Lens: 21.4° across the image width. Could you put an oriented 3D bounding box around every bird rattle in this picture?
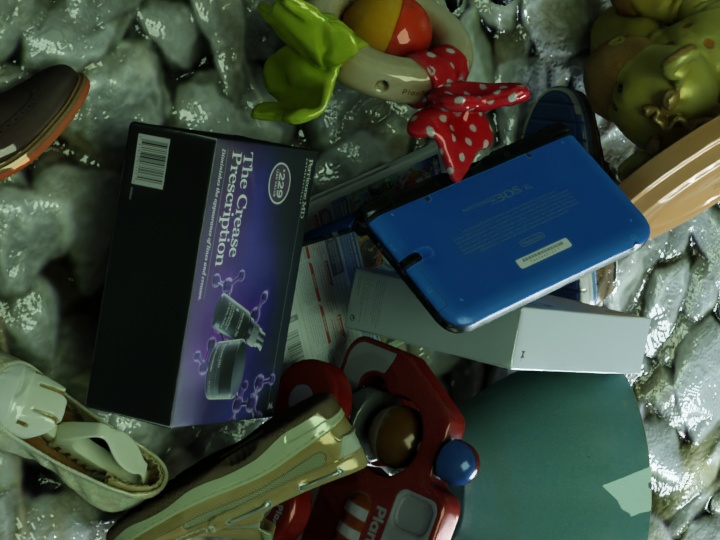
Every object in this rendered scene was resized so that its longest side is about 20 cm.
[{"bbox_3d":[0.025,-0.160,1.372,0.200,0.163,0.113,8,130,-1],"label":"bird rattle"}]

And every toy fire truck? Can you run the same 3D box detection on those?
[{"bbox_3d":[0.011,0.159,1.430,0.112,0.168,0.200,23,88,-50],"label":"toy fire truck"}]

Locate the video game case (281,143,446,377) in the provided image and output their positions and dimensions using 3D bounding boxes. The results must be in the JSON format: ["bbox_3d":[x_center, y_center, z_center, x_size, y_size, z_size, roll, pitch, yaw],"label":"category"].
[{"bbox_3d":[0.000,0.000,1.497,0.200,0.018,0.143,-25,113,-31],"label":"video game case"}]

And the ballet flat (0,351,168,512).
[{"bbox_3d":[-0.211,0.104,1.328,0.200,0.062,0.068,38,51,-38],"label":"ballet flat"}]

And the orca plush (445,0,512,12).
[{"bbox_3d":[0.127,-0.229,1.511,0.200,0.105,0.071,-30,154,-45],"label":"orca plush"}]

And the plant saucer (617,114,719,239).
[{"bbox_3d":[0.269,-0.076,1.508,0.200,0.200,0.032,-24,76,-31],"label":"plant saucer"}]

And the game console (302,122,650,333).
[{"bbox_3d":[0.080,-0.023,1.412,0.200,0.171,0.118,-24,154,-31],"label":"game console"}]

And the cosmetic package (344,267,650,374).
[{"bbox_3d":[0.108,0.040,1.456,0.200,0.151,0.052,6,98,-55],"label":"cosmetic package"}]

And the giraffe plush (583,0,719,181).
[{"bbox_3d":[0.246,-0.149,1.520,0.162,0.200,0.173,-36,122,-43],"label":"giraffe plush"}]

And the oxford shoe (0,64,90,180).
[{"bbox_3d":[-0.265,-0.088,1.247,0.200,0.071,0.073,-38,115,-24],"label":"oxford shoe"}]

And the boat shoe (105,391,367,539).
[{"bbox_3d":[-0.088,0.169,1.380,0.200,0.072,0.076,-30,98,12],"label":"boat shoe"}]

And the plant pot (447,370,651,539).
[{"bbox_3d":[0.132,0.168,1.539,0.135,0.200,0.200,-1,101,-16],"label":"plant pot"}]

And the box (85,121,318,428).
[{"bbox_3d":[-0.110,0.003,1.349,0.141,0.079,0.200,-1,102,-64],"label":"box"}]

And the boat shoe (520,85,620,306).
[{"bbox_3d":[0.180,-0.061,1.595,0.072,0.072,0.200,-22,119,-41],"label":"boat shoe"}]
